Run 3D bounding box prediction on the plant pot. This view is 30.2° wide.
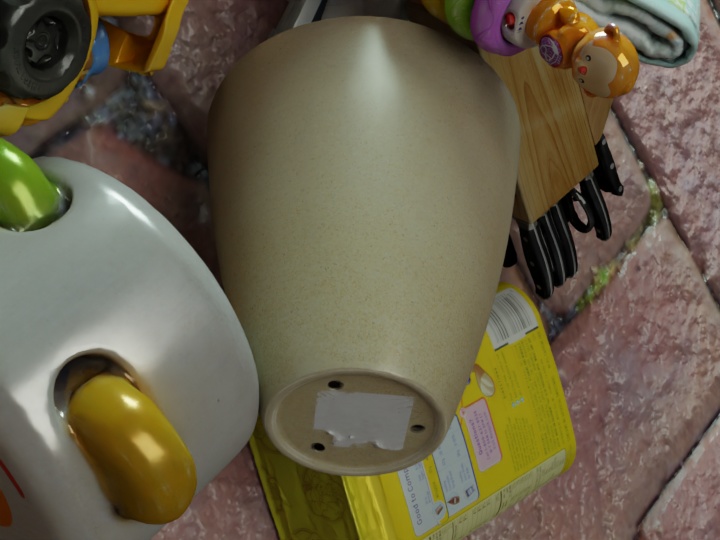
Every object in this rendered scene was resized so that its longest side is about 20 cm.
[{"bbox_3d":[0.000,0.000,0.719,0.187,0.187,0.202,33,40,-30],"label":"plant pot"}]

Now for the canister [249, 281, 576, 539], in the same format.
[{"bbox_3d":[0.038,0.104,0.848,0.199,0.086,0.150,-23,99,-38],"label":"canister"}]

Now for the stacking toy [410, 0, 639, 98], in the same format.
[{"bbox_3d":[0.076,-0.157,0.707,0.109,0.117,0.200,-21,57,-29],"label":"stacking toy"}]

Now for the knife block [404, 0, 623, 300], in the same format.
[{"bbox_3d":[0.096,-0.074,0.861,0.199,0.064,0.178,7,103,-44],"label":"knife block"}]

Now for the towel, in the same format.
[{"bbox_3d":[0.150,-0.241,0.909,0.199,0.048,0.172,28,49,-12],"label":"towel"}]

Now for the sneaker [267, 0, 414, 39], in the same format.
[{"bbox_3d":[0.003,-0.168,0.824,0.080,0.076,0.201,26,97,-16],"label":"sneaker"}]

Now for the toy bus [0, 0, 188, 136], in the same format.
[{"bbox_3d":[-0.147,-0.166,0.709,0.191,0.135,0.202,11,103,-59],"label":"toy bus"}]

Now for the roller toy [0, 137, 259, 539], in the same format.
[{"bbox_3d":[-0.152,0.055,0.642,0.200,0.183,0.140,42,59,10],"label":"roller toy"}]
